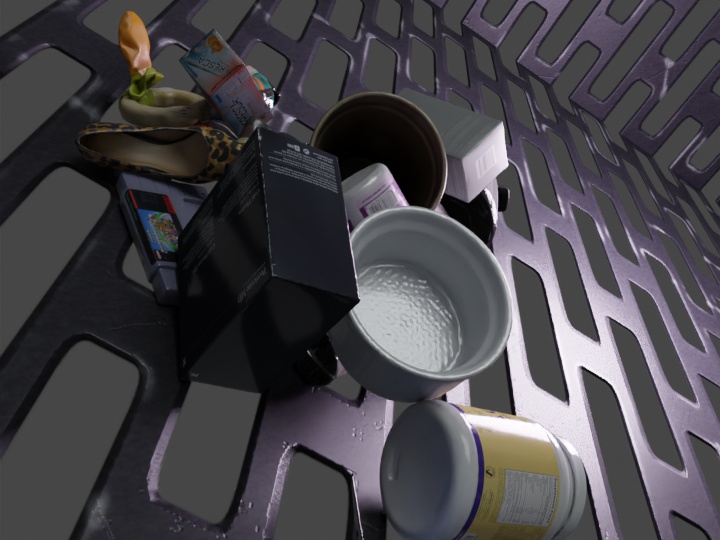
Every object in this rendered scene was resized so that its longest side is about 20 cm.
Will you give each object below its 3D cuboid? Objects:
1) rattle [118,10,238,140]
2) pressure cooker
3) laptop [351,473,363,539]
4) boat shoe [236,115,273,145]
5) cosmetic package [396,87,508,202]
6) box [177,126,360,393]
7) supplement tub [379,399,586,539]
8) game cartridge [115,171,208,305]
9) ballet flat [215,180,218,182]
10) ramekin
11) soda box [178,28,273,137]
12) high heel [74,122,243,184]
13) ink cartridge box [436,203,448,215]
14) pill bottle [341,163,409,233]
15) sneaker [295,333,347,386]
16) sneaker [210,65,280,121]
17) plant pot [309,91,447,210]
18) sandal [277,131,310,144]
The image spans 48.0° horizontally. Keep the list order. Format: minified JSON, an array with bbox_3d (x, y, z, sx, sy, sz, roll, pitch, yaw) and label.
[{"bbox_3d":[-0.242,-0.251,1.092,0.128,0.146,0.198,3,18,-46],"label":"rattle"},{"bbox_3d":[0.144,-0.118,1.355,0.176,0.177,0.201,46,26,-14],"label":"pressure cooker"},{"bbox_3d":[0.058,0.308,0.697,0.196,0.117,0.189,22,33,-26],"label":"laptop"},{"bbox_3d":[-0.107,-0.144,1.136,0.070,0.068,0.201,9,-18,30],"label":"boat shoe"},{"bbox_3d":[0.113,-0.194,1.225,0.106,0.091,0.198,-41,46,-23],"label":"cosmetic package"},{"bbox_3d":[-0.105,-0.004,0.841,0.102,0.200,0.186,16,48,-32],"label":"box"},{"bbox_3d":[0.133,0.225,0.870,0.196,0.146,0.147,16,35,-34],"label":"supplement tub"},{"bbox_3d":[-0.215,-0.038,0.978,0.128,0.039,0.202,12,38,-45],"label":"game cartridge"},{"bbox_3d":[-0.158,-0.158,1.187,0.197,0.071,0.071,0,27,-45],"label":"ballet flat"},{"bbox_3d":[0.056,0.042,0.872,0.195,0.098,0.205,11,57,-17],"label":"ramekin"},{"bbox_3d":[-0.179,-0.246,1.106,0.069,0.063,0.200,48,-3,10],"label":"soda box"},{"bbox_3d":[-0.240,-0.144,0.985,0.195,0.074,0.142,8,8,18],"label":"high heel"},{"bbox_3d":[0.110,0.004,1.179,0.149,0.084,0.202,54,19,-25],"label":"ink cartridge box"},{"bbox_3d":[0.033,-0.020,1.008,0.203,0.111,0.113,59,25,-13],"label":"pill bottle"},{"bbox_3d":[-0.065,0.040,0.977,0.079,0.073,0.204,-4,69,-61],"label":"sneaker"},{"bbox_3d":[-0.182,-0.282,1.325,0.079,0.072,0.201,30,28,-4],"label":"sneaker"},{"bbox_3d":[0.010,-0.132,1.167,0.198,0.202,0.173,34,-11,-4],"label":"plant pot"},{"bbox_3d":[-0.061,-0.161,1.316,0.199,0.043,0.076,43,29,9],"label":"sandal"}]
